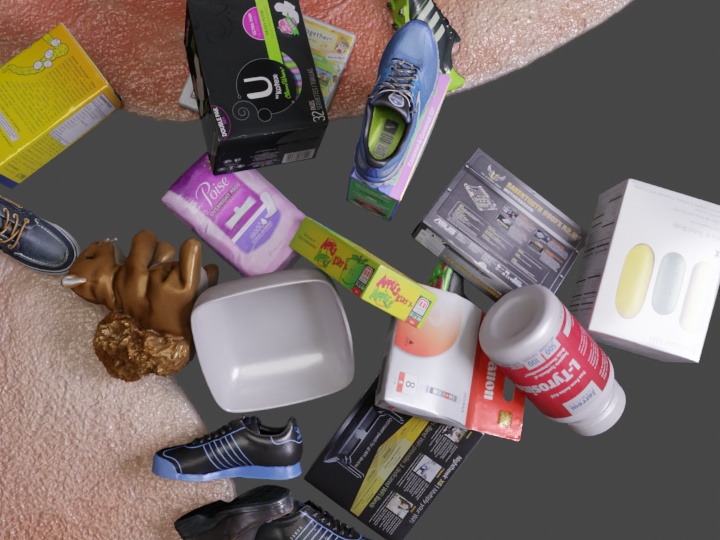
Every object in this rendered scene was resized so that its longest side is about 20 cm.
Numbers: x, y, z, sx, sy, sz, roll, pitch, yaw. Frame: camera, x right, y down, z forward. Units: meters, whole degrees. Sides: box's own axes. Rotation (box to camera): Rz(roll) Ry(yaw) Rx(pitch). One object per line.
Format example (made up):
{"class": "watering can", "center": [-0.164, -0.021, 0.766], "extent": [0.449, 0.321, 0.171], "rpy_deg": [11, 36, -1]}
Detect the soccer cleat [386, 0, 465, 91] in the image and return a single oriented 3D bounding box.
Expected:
{"class": "soccer cleat", "center": [0.091, -0.340, 1.464], "extent": [0.081, 0.067, 0.201], "rpy_deg": [-12, 87, -20]}

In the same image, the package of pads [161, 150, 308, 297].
{"class": "package of pads", "center": [-0.158, -0.071, 1.425], "extent": [0.200, 0.076, 0.121], "rpy_deg": [42, 82, 2]}

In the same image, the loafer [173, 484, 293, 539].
{"class": "loafer", "center": [-0.154, 0.330, 1.360], "extent": [0.199, 0.073, 0.073], "rpy_deg": [-25, 89, 39]}

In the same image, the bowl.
{"class": "bowl", "center": [-0.113, 0.083, 1.383], "extent": [0.198, 0.075, 0.201], "rpy_deg": [-11, 125, -1]}

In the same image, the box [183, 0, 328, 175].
{"class": "box", "center": [-0.140, -0.247, 1.369], "extent": [0.147, 0.124, 0.201], "rpy_deg": [-11, 77, -15]}

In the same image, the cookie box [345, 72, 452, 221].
{"class": "cookie box", "center": [0.046, -0.166, 1.374], "extent": [0.075, 0.200, 0.172], "rpy_deg": [24, 86, 1]}

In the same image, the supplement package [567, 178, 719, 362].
{"class": "supplement package", "center": [0.379, 0.005, 1.392], "extent": [0.151, 0.151, 0.201], "rpy_deg": [16, 85, 0]}

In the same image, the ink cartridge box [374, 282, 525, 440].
{"class": "ink cartridge box", "center": [0.128, 0.117, 1.341], "extent": [0.199, 0.050, 0.163], "rpy_deg": [14, 69, -8]}

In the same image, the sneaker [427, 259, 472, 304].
{"class": "sneaker", "center": [0.135, 0.076, 1.429], "extent": [0.083, 0.077, 0.202], "rpy_deg": [-5, 91, -16]}

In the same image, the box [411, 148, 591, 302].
{"class": "box", "center": [0.190, -0.047, 1.412], "extent": [0.200, 0.048, 0.159], "rpy_deg": [37, 58, 1]}

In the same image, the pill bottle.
{"class": "pill bottle", "center": [0.248, 0.119, 1.329], "extent": [0.112, 0.112, 0.200], "rpy_deg": [-48, 118, -4]}

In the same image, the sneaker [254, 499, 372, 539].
{"class": "sneaker", "center": [-0.054, 0.349, 1.396], "extent": [0.198, 0.070, 0.079], "rpy_deg": [8, 92, 1]}

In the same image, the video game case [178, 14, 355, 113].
{"class": "video game case", "center": [-0.130, -0.279, 1.469], "extent": [0.199, 0.023, 0.183], "rpy_deg": [21, 85, 1]}

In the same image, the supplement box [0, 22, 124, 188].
{"class": "supplement box", "center": [-0.437, -0.218, 1.413], "extent": [0.200, 0.109, 0.110], "rpy_deg": [-38, 87, -4]}

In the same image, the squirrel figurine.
{"class": "squirrel figurine", "center": [-0.300, 0.046, 1.385], "extent": [0.185, 0.142, 0.202], "rpy_deg": [8, 83, 6]}

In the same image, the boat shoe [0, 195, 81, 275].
{"class": "boat shoe", "center": [-0.473, -0.056, 1.408], "extent": [0.199, 0.091, 0.071], "rpy_deg": [28, 85, 1]}

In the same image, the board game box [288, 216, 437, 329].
{"class": "board game box", "center": [0.000, 0.000, 1.324], "extent": [0.101, 0.200, 0.048], "rpy_deg": [29, 93, -36]}

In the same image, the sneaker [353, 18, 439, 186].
{"class": "sneaker", "center": [0.047, -0.200, 1.232], "extent": [0.078, 0.089, 0.201], "rpy_deg": [16, 85, -2]}

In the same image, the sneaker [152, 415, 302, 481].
{"class": "sneaker", "center": [-0.176, 0.232, 1.391], "extent": [0.198, 0.070, 0.079], "rpy_deg": [-1, 95, -3]}

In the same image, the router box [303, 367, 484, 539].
{"class": "router box", "center": [0.045, 0.239, 1.391], "extent": [0.157, 0.052, 0.200], "rpy_deg": [36, 102, 2]}
